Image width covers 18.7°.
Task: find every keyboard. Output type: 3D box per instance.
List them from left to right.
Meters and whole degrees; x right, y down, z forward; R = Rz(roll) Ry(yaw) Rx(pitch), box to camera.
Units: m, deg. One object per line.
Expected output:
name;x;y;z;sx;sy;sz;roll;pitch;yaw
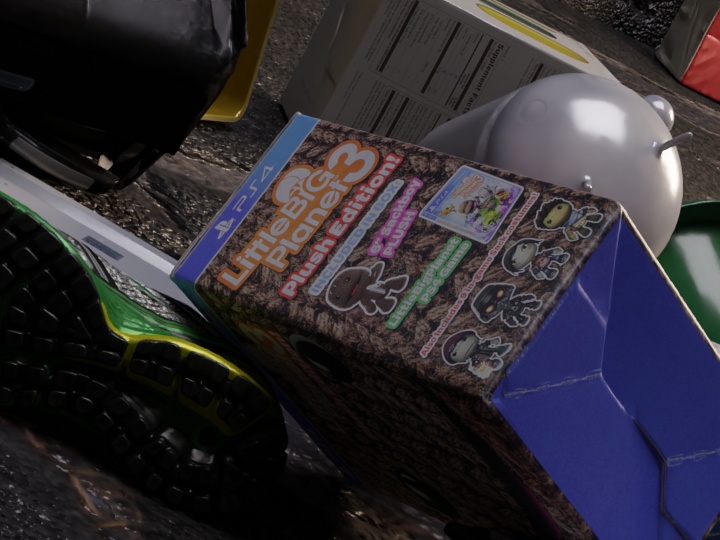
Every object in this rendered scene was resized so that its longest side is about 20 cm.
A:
keyboard;-0.134;-0.012;1.151;0.199;0.011;0.056;30;19;4

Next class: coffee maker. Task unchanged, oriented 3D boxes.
coffee maker;-0.174;-0.156;1.193;0.199;0.193;0.135;18;26;-35

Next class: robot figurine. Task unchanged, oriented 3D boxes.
robot figurine;0.094;-0.039;1.160;0.113;0.169;0.200;53;-26;-9

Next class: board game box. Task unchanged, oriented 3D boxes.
board game box;0.046;0.036;0.926;0.200;0.097;0.160;19;-25;47

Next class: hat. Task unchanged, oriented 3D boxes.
hat;0.209;0.072;1.274;0.165;0.200;0.177;-5;51;-23

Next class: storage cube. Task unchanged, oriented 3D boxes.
storage cube;0.574;-0.340;3.300;0.179;0.172;0.200;24;16;-15

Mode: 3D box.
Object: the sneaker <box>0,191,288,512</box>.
sneaker;-0.120;0.030;0.929;0.200;0.078;0.085;37;7;-6

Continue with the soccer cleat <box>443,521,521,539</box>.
soccer cleat;0.067;0.155;0.837;0.086;0.070;0.200;27;14;-7

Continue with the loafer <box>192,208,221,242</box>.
loafer;0.000;0.000;1.241;0.199;0.068;0.076;18;18;-37

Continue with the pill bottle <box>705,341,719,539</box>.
pill bottle;0.152;0.084;1.161;0.199;0.113;0.112;21;16;-28

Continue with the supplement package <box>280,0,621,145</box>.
supplement package;0.066;-0.132;1.651;0.199;0.151;0.152;25;14;-16

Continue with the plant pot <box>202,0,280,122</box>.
plant pot;-0.169;-0.226;1.480;0.176;0.201;0.200;22;11;23
